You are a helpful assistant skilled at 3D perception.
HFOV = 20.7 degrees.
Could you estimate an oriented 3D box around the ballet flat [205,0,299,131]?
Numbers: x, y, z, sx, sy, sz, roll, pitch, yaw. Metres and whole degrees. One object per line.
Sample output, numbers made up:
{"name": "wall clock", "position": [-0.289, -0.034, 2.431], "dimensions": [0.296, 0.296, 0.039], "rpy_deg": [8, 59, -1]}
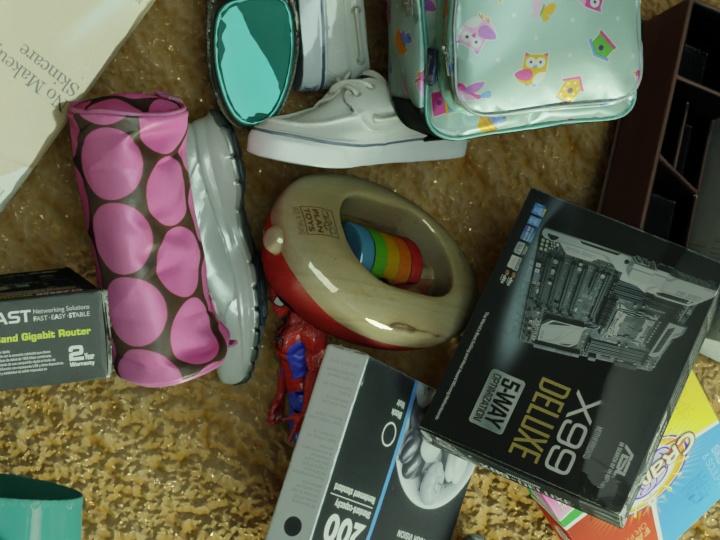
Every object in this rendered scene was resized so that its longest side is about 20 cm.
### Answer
{"name": "ballet flat", "position": [-0.083, -0.203, 1.428], "dimensions": [0.071, 0.072, 0.202], "rpy_deg": [-5, 97, -17]}

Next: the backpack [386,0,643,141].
{"name": "backpack", "position": [0.105, -0.197, 1.368], "dimensions": [0.174, 0.153, 0.202], "rpy_deg": [-7, 95, -14]}

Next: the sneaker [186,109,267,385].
{"name": "sneaker", "position": [-0.116, -0.013, 1.443], "dimensions": [0.086, 0.075, 0.202], "rpy_deg": [-11, 95, 1]}

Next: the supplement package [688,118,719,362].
{"name": "supplement package", "position": [0.337, -0.018, 1.509], "dimensions": [0.146, 0.191, 0.201], "rpy_deg": [24, 88, -18]}

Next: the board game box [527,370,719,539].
{"name": "board game box", "position": [0.203, 0.143, 1.509], "dimensions": [0.153, 0.040, 0.200], "rpy_deg": [-42, 134, -7]}

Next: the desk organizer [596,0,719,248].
{"name": "desk organizer", "position": [0.241, -0.100, 1.508], "dimensions": [0.071, 0.077, 0.202], "rpy_deg": [19, 75, -17]}

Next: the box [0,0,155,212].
{"name": "box", "position": [-0.234, -0.147, 1.381], "dimensions": [0.095, 0.078, 0.201], "rpy_deg": [36, 84, -18]}

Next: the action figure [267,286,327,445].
{"name": "action figure", "position": [-0.042, 0.104, 1.468], "dimensions": [0.051, 0.065, 0.202], "rpy_deg": [-10, 99, -19]}

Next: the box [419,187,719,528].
{"name": "box", "position": [0.154, 0.062, 1.413], "dimensions": [0.157, 0.050, 0.201], "rpy_deg": [23, 75, 17]}

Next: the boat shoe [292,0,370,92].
{"name": "boat shoe", "position": [-0.011, -0.234, 1.446], "dimensions": [0.085, 0.075, 0.204], "rpy_deg": [-5, 99, -16]}

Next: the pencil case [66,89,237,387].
{"name": "pencil case", "position": [-0.143, -0.026, 1.365], "dimensions": [0.093, 0.091, 0.202], "rpy_deg": [-15, 107, -23]}

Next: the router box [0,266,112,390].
{"name": "router box", "position": [-0.278, 0.044, 1.345], "dimensions": [0.198, 0.150, 0.063], "rpy_deg": [-6, 97, -16]}

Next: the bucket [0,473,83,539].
{"name": "bucket", "position": [-0.284, 0.207, 1.337], "dimensions": [0.205, 0.207, 0.136], "rpy_deg": [8, 88, -17]}

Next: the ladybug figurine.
{"name": "ladybug figurine", "position": [0.000, 0.000, 1.435], "dimensions": [0.199, 0.072, 0.137], "rpy_deg": [18, 45, -41]}

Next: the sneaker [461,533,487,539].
{"name": "sneaker", "position": [0.061, 0.299, 1.511], "dimensions": [0.077, 0.078, 0.202], "rpy_deg": [13, 92, -13]}

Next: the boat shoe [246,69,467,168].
{"name": "boat shoe", "position": [-0.001, -0.114, 1.439], "dimensions": [0.199, 0.073, 0.066], "rpy_deg": [-8, 107, -45]}

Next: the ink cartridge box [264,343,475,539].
{"name": "ink cartridge box", "position": [0.008, 0.174, 1.439], "dimensions": [0.198, 0.043, 0.202], "rpy_deg": [28, 79, -56]}
